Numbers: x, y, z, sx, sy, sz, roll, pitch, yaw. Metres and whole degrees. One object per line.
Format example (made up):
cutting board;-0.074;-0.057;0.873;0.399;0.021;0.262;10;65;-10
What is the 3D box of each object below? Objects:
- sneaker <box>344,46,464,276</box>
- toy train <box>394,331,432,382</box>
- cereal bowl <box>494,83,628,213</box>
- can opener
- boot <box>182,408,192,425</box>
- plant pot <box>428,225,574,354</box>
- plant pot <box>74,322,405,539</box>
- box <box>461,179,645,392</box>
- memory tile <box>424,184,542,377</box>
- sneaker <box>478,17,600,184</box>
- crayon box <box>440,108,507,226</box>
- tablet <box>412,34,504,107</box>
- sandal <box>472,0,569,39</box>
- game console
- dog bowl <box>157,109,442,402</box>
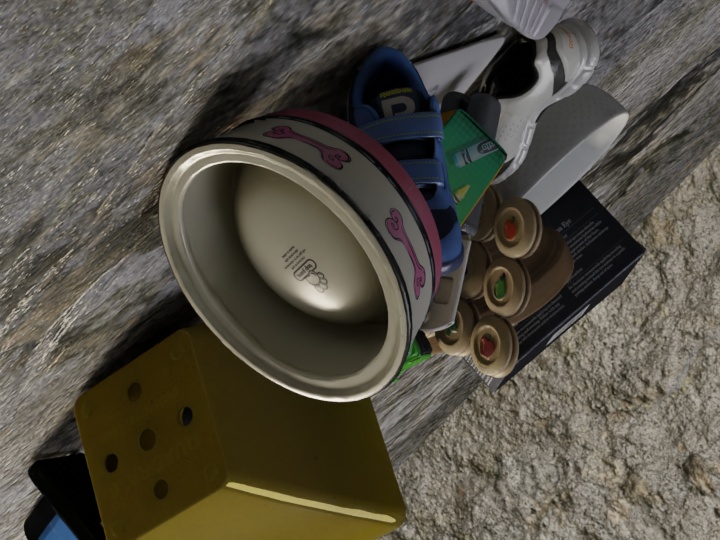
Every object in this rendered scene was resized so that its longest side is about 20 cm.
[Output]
sneaker;0.025;-0.075;1.367;0.073;0.201;0.083;-5;133;-11
toy train;0.020;0.068;1.597;0.056;0.042;0.200;-27;174;9
cereal bowl;0.165;-0.114;1.944;0.200;0.083;0.200;-40;170;-9
can opener;0.063;-0.050;1.580;0.067;0.053;0.201;22;77;-54
boot;-0.126;0.111;1.863;0.200;0.066;0.165;-25;159;-47
plant pot;0.085;-0.011;1.794;0.200;0.093;0.201;-21;-163;7
plant pot;-0.114;0.145;1.601;0.199;0.201;0.176;-32;152;28
box;0.159;-0.012;2.068;0.200;0.182;0.104;-38;170;-18
memory tile;0.075;-0.008;1.671;0.017;0.200;0.154;2;105;-37
sneaker;0.123;-0.146;1.733;0.080;0.074;0.200;-8;145;-43
crayon box;0.012;-0.024;1.482;0.200;0.058;0.119;-54;-160;-19
tablet;0.036;-0.129;1.587;0.130;0.014;0.200;-49;169;32
sandal;0.082;-0.218;1.286;0.079;0.059;0.206;-59;147;5
game console;-0.228;0.270;1.718;0.116;0.200;0.176;-44;170;8
dog bowl;-0.033;-0.016;1.288;0.074;0.200;0.200;-44;174;-39
